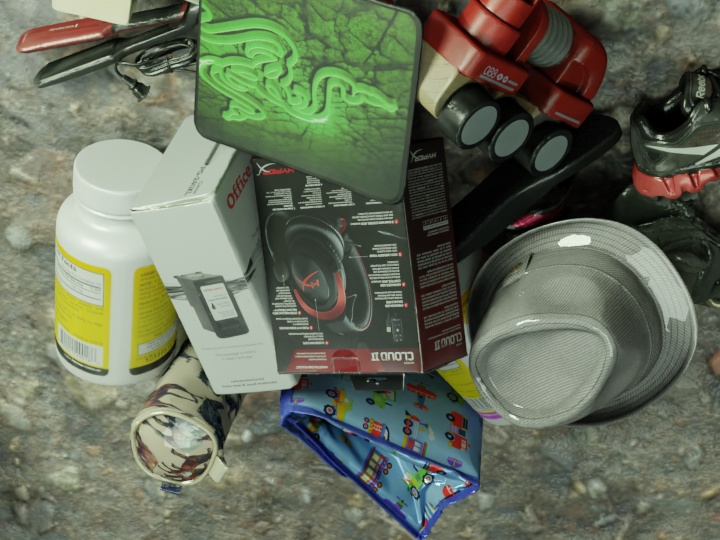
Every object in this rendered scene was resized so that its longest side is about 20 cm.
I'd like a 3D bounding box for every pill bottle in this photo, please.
[{"bbox_3d":[0.089,0.037,1.593,0.104,0.105,0.200,-32,116,25],"label":"pill bottle"},{"bbox_3d":[-0.211,-0.008,1.588,0.110,0.112,0.201,8,126,0],"label":"pill bottle"}]

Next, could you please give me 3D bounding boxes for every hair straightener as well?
[{"bbox_3d":[-0.181,-0.182,1.513,0.198,0.041,0.077,-13,123,9],"label":"hair straightener"}]

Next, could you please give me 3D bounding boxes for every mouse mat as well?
[{"bbox_3d":[-0.045,-0.148,1.400,0.199,0.008,0.162,21,123,25],"label":"mouse mat"}]

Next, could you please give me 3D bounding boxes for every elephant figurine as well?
[{"bbox_3d":[0.251,-0.007,1.548,0.199,0.155,0.142,-29,79,12],"label":"elephant figurine"}]

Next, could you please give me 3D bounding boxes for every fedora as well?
[{"bbox_3d":[0.163,0.059,1.465,0.199,0.090,0.178,-21,103,35],"label":"fedora"}]

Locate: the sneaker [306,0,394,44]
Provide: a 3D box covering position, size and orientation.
[{"bbox_3d":[0.003,-0.160,1.466,0.076,0.074,0.201,-4,145,13],"label":"sneaker"}]

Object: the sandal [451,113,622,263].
[{"bbox_3d":[0.134,-0.060,1.513,0.199,0.075,0.045,-38,119,0],"label":"sandal"}]

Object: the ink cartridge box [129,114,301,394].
[{"bbox_3d":[-0.103,-0.019,1.545,0.083,0.146,0.201,-6,125,23],"label":"ink cartridge box"}]

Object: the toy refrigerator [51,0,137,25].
[{"bbox_3d":[-0.187,-0.298,1.402,0.069,0.076,0.201,12,125,-3],"label":"toy refrigerator"}]

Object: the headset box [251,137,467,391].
[{"bbox_3d":[0.000,0.000,1.477,0.148,0.075,0.202,-3,97,35],"label":"headset box"}]

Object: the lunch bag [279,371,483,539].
[{"bbox_3d":[0.008,0.119,1.631,0.199,0.151,0.094,33,122,-17],"label":"lunch bag"}]

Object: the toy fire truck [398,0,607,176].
[{"bbox_3d":[0.126,-0.200,1.412,0.175,0.129,0.201,14,117,-54],"label":"toy fire truck"}]

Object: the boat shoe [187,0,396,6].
[{"bbox_3d":[-0.070,-0.223,1.450,0.198,0.062,0.072,9,126,-1],"label":"boat shoe"}]

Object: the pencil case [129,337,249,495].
[{"bbox_3d":[-0.141,0.119,1.627,0.089,0.200,0.078,41,113,-8],"label":"pencil case"}]

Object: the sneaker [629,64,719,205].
[{"bbox_3d":[0.307,-0.124,1.476,0.199,0.071,0.098,-15,125,18],"label":"sneaker"}]
